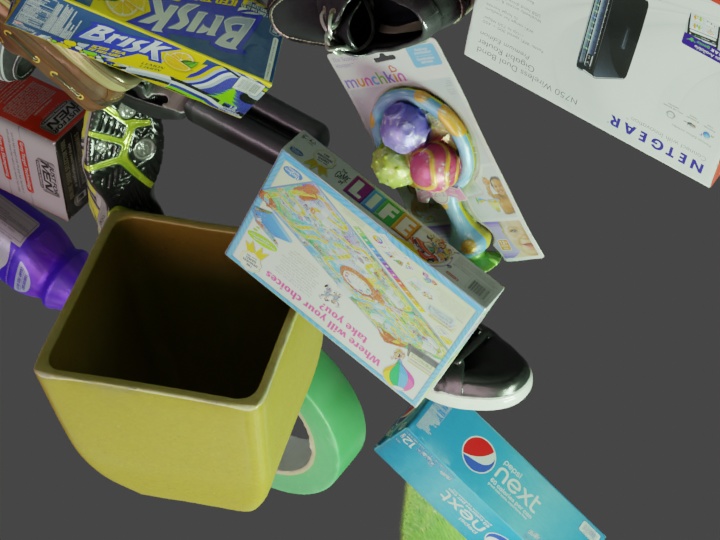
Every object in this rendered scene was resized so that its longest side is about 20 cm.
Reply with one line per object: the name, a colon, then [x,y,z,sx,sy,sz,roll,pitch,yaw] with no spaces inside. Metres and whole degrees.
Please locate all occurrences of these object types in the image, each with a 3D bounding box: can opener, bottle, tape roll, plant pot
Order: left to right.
bottle: [-0.320,-0.020,2.035,0.200,0.065,0.084,36,144,8]
plant pot: [-0.139,0.095,1.807,0.195,0.194,0.200,9,137,14]
can opener: [-0.116,-0.134,1.728,0.200,0.053,0.066,26,158,20]
tape roll: [-0.090,0.120,1.982,0.200,0.048,0.200,26,143,22]

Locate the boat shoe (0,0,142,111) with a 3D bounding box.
boat shoe: [-0.264,-0.200,1.683,0.200,0.072,0.068,40,128,-12]

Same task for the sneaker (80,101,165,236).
sneaker: [-0.214,-0.091,1.846,0.076,0.075,0.200,50,146,47]

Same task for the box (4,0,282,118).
box: [-0.161,-0.191,1.618,0.200,0.070,0.064,22,151,-19]

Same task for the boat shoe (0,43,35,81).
boat shoe: [-0.258,-0.212,1.768,0.066,0.070,0.200,40,138,5]

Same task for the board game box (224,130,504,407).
board game box: [0.000,0.000,1.672,0.200,0.034,0.134,39,135,6]

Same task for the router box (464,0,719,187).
router box: [0.176,-0.171,1.397,0.200,0.049,0.180,30,144,16]

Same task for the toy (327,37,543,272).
toy: [0.049,-0.077,1.627,0.115,0.047,0.200,-4,126,44]

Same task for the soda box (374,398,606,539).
soda box: [0.112,0.193,1.849,0.200,0.064,0.068,45,146,-4]

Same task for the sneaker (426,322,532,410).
sneaker: [0.047,0.035,1.729,0.200,0.073,0.112,24,144,26]

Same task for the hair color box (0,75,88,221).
hair color box: [-0.329,-0.133,1.924,0.200,0.061,0.102,26,143,23]

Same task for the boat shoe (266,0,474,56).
boat shoe: [-0.006,-0.189,1.542,0.200,0.063,0.073,0,128,45]
